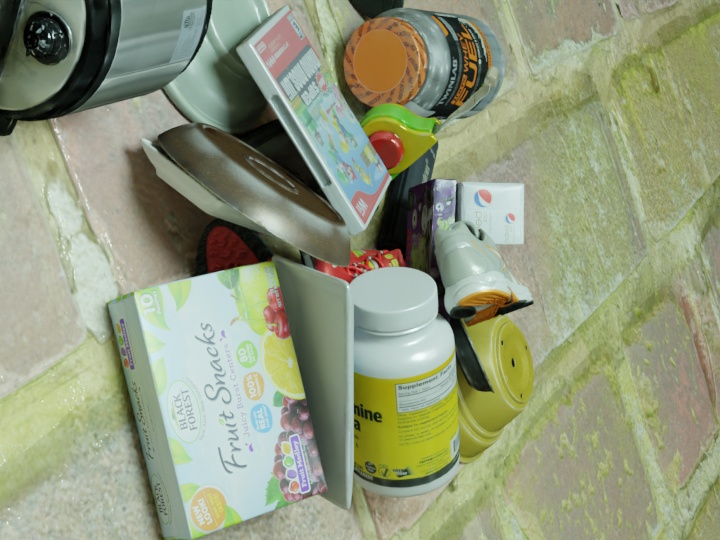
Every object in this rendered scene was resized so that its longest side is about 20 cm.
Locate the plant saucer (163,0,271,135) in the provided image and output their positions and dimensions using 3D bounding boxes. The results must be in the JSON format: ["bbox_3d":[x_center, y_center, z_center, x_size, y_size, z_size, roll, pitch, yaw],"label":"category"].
[{"bbox_3d":[-0.130,-0.229,1.316,0.200,0.050,0.202,29,55,-51],"label":"plant saucer"}]

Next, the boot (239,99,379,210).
[{"bbox_3d":[-0.041,-0.093,1.385,0.200,0.067,0.132,-26,98,-61],"label":"boot"}]

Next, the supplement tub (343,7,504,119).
[{"bbox_3d":[0.071,-0.230,1.573,0.200,0.122,0.124,-13,88,-59],"label":"supplement tub"}]

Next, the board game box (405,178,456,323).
[{"bbox_3d":[0.069,0.010,1.450,0.120,0.032,0.202,162,-69,-83],"label":"board game box"}]

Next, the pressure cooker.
[{"bbox_3d":[-0.224,-0.203,1.028,0.200,0.177,0.177,-31,107,-59],"label":"pressure cooker"}]

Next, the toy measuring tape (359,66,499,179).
[{"bbox_3d":[0.054,-0.160,1.457,0.073,0.200,0.074,31,36,-27],"label":"toy measuring tape"}]

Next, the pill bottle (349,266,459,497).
[{"bbox_3d":[0.035,0.104,1.329,0.113,0.111,0.202,-51,142,-53],"label":"pill bottle"}]

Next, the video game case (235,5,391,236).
[{"bbox_3d":[-0.039,-0.143,1.316,0.201,0.017,0.143,58,22,-14],"label":"video game case"}]

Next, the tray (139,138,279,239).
[{"bbox_3d":[-0.109,-0.061,1.244,0.022,0.107,0.200,-58,152,7],"label":"tray"}]

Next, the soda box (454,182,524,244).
[{"bbox_3d":[0.119,-0.059,1.489,0.200,0.067,0.064,-163,-107,-83],"label":"soda box"}]

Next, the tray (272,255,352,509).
[{"bbox_3d":[-0.036,0.093,1.195,0.022,0.107,0.202,-13,112,-38],"label":"tray"}]

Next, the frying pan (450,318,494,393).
[{"bbox_3d":[0.094,0.043,1.468,0.115,0.031,0.191,47,18,-81],"label":"frying pan"}]

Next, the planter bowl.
[{"bbox_3d":[0.140,0.110,1.578,0.200,0.083,0.202,33,50,-51],"label":"planter bowl"}]

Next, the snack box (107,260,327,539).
[{"bbox_3d":[-0.116,0.105,1.157,0.141,0.053,0.202,-14,89,-37],"label":"snack box"}]

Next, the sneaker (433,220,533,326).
[{"bbox_3d":[0.117,-0.002,1.368,0.200,0.075,0.093,34,37,-76],"label":"sneaker"}]

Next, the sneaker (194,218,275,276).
[{"bbox_3d":[-0.085,0.039,1.277,0.201,0.079,0.096,60,6,-13],"label":"sneaker"}]

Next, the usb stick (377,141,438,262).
[{"bbox_3d":[0.055,-0.089,1.576,0.056,0.032,0.201,49,39,-35],"label":"usb stick"}]

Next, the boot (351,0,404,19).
[{"bbox_3d":[0.008,-0.403,1.594,0.204,0.073,0.154,60,31,-27],"label":"boot"}]

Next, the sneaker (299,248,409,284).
[{"bbox_3d":[0.000,0.000,1.371,0.200,0.084,0.078,13,60,-70],"label":"sneaker"}]

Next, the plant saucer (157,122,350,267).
[{"bbox_3d":[-0.084,-0.072,1.217,0.199,0.032,0.200,35,9,-6],"label":"plant saucer"}]
